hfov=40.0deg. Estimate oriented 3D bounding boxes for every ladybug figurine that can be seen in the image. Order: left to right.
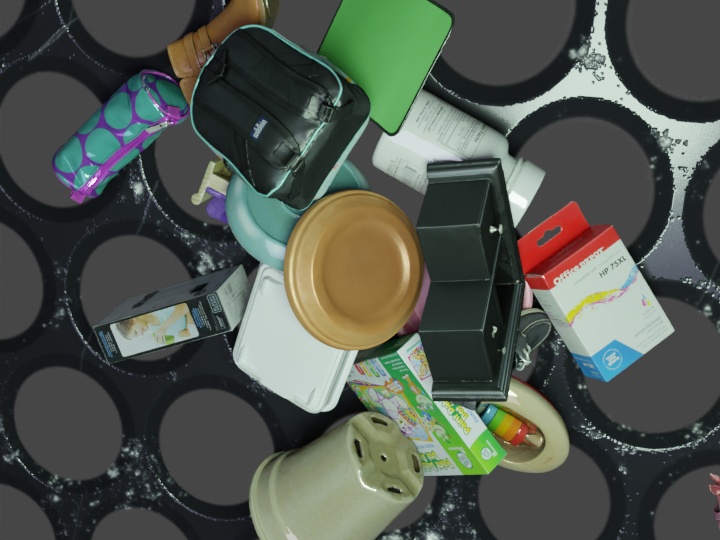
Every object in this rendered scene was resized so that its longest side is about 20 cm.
[{"bbox_3d":[0.194,0.193,1.335,0.199,0.072,0.136,35,127,-7],"label":"ladybug figurine"}]

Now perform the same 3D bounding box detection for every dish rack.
[{"bbox_3d":[-0.088,0.088,1.310,0.170,0.044,0.201,29,122,13],"label":"dish rack"}]

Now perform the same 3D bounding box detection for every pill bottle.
[{"bbox_3d":[0.124,-0.135,1.239,0.199,0.114,0.115,30,111,3],"label":"pill bottle"}]

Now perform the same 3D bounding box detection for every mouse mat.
[{"bbox_3d":[0.023,-0.276,1.212,0.200,0.007,0.162,45,115,38],"label":"mouse mat"}]

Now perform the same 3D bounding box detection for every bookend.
[{"bbox_3d":[0.123,0.010,1.148,0.091,0.200,0.201,-2,130,20],"label":"bookend"}]

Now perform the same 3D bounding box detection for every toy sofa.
[{"bbox_3d":[-0.124,-0.070,1.334,0.198,0.083,0.098,27,110,4],"label":"toy sofa"}]

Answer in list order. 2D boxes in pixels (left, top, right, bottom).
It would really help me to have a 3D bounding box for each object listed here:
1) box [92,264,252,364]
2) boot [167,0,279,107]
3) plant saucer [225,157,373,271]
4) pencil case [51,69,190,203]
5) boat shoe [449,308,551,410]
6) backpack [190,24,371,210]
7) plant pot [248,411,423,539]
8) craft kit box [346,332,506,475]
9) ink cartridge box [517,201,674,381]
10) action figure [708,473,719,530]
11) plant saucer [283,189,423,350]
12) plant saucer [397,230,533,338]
[{"bbox_3d":[-0.259,0.061,1.389,0.198,0.117,0.061,-16,105,16],"label":"box"},{"bbox_3d":[-0.177,-0.312,1.283,0.153,0.077,0.202,-8,114,16],"label":"boot"},{"bbox_3d":[-0.074,-0.089,1.269,0.198,0.201,0.027,26,150,4],"label":"plant saucer"},{"bbox_3d":[-0.327,-0.184,1.343,0.199,0.085,0.093,-37,53,22],"label":"pencil case"},{"bbox_3d":[0.182,0.115,1.236,0.062,0.199,0.073,31,137,38],"label":"boat shoe"},{"bbox_3d":[-0.100,-0.190,1.195,0.199,0.153,0.177,37,101,22],"label":"backpack"},{"bbox_3d":[-0.020,0.294,1.338,0.200,0.201,0.183,45,123,-3],"label":"plant pot"},{"bbox_3d":[0.077,0.185,1.322,0.198,0.048,0.200,50,154,-6],"label":"craft kit box"},{"bbox_3d":[0.291,0.024,1.251,0.116,0.067,0.201,-35,98,-9],"label":"ink cartridge box"},{"bbox_3d":[0.533,0.349,1.318,0.200,0.134,0.149,47,154,9],"label":"action figure"},{"bbox_3d":[0.000,0.000,1.229,0.198,0.037,0.203,-1,93,-30],"label":"plant saucer"},{"bbox_3d":[0.131,0.027,1.321,0.198,0.051,0.203,4,107,13],"label":"plant saucer"}]
